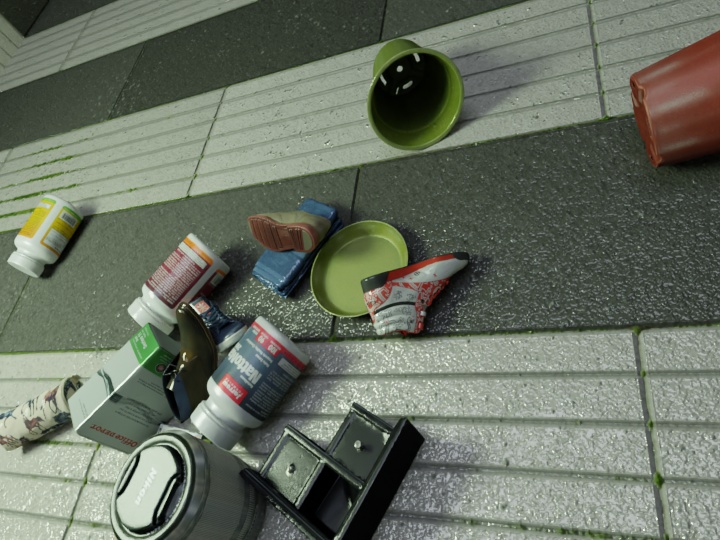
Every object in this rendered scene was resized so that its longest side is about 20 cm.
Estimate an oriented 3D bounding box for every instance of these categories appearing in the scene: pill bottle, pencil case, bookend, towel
[{"bbox_3d":[-0.847,-0.090,1.402,0.108,0.112,0.204,7,63,29],"label":"pill bottle"},{"bbox_3d":[-0.377,0.035,1.086,0.113,0.115,0.201,32,77,37],"label":"pill bottle"},{"bbox_3d":[-0.189,0.193,0.888,0.118,0.120,0.202,29,76,37],"label":"pill bottle"},{"bbox_3d":[-0.663,0.293,1.088,0.196,0.078,0.091,-28,66,8],"label":"pencil case"},{"bbox_3d":[-0.041,0.277,0.777,0.196,0.093,0.202,24,71,36],"label":"bookend"},{"bbox_3d":[-0.127,-0.048,1.055,0.110,0.049,0.202,27,75,36],"label":"towel"}]

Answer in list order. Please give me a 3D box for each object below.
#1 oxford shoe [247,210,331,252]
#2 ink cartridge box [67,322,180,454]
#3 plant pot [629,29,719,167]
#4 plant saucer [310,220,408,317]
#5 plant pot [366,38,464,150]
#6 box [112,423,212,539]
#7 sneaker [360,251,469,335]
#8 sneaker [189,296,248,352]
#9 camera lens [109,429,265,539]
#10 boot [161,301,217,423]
[{"bbox_3d":[-0.141,-0.082,1.025,0.196,0.072,0.075,15,40,35],"label":"oxford shoe"},{"bbox_3d":[-0.405,0.220,0.961,0.200,0.147,0.083,-44,49,-7],"label":"ink cartridge box"},{"bbox_3d":[0.525,-0.260,0.784,0.191,0.201,0.206,-17,53,26],"label":"plant pot"},{"bbox_3d":[0.000,0.000,0.972,0.194,0.031,0.205,-13,55,18],"label":"plant saucer"},{"bbox_3d":[0.097,-0.388,1.091,0.196,0.202,0.193,-24,39,10],"label":"plant pot"},{"bbox_3d":[-0.338,0.378,0.898,0.107,0.035,0.205,2,61,28],"label":"box"},{"bbox_3d":[0.103,0.042,0.878,0.196,0.067,0.111,-16,87,-15],"label":"sneaker"},{"bbox_3d":[-0.278,0.094,0.971,0.074,0.086,0.197,-34,19,-35],"label":"sneaker"},{"bbox_3d":[-0.250,0.340,0.772,0.156,0.201,0.164,-13,54,18],"label":"camera lens"},{"bbox_3d":[-0.299,0.162,0.898,0.073,0.205,0.096,6,28,42],"label":"boot"}]
